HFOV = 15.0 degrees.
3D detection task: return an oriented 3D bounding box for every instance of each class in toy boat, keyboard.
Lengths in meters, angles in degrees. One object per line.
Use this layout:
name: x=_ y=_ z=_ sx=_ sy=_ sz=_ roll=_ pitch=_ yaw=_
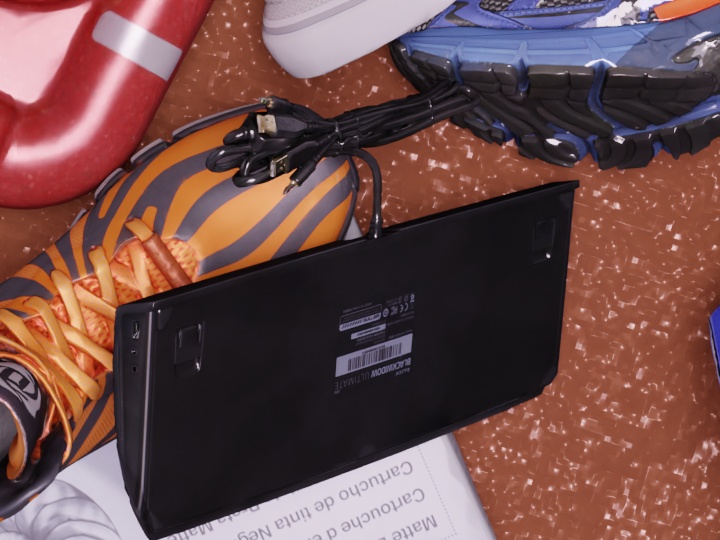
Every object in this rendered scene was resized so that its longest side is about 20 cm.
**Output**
toy boat: x=-0.098 y=-0.115 z=0.822 sx=0.130 sy=0.131 sz=0.201 roll=27 pitch=95 yaw=-8
keyboard: x=0.000 y=0.000 z=0.833 sx=0.021 sy=0.199 sz=0.128 roll=19 pitch=113 yaw=37

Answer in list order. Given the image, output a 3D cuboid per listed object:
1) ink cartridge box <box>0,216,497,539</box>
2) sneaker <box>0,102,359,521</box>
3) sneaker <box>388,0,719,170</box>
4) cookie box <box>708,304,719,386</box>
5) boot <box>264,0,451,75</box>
ink cartridge box: x=-0.062 y=0.090 z=0.899 sx=0.199 sy=0.041 sz=0.201 roll=-25 pitch=99 yaw=-1
sneaker: x=-0.081 y=0.025 z=0.812 sx=0.200 sy=0.112 sz=0.078 roll=-40 pitch=94 yaw=1
sneaker: x=0.106 y=-0.084 z=0.867 sx=0.199 sy=0.075 sz=0.079 roll=-6 pitch=63 yaw=15
cookie box: x=0.233 y=0.010 z=0.828 sx=0.170 sy=0.076 sz=0.200 roll=20 pitch=133 yaw=-22
boot: x=0.025 y=-0.149 z=0.825 sx=0.200 sy=0.074 sz=0.096 roll=-37 pitch=113 yaw=20
